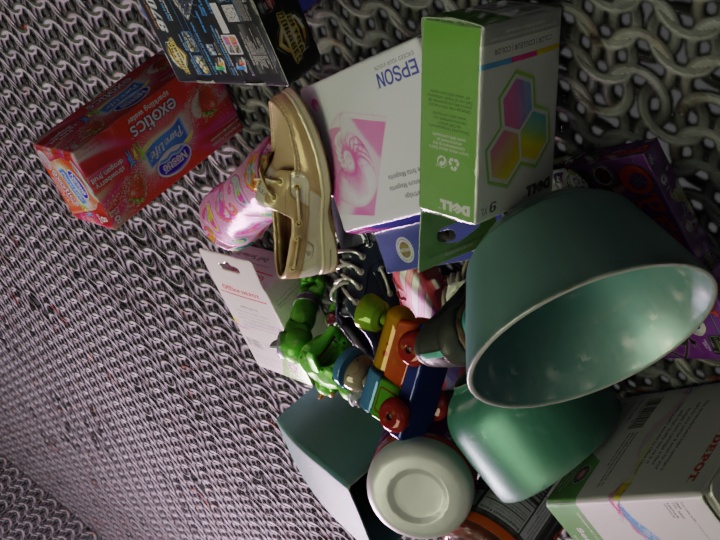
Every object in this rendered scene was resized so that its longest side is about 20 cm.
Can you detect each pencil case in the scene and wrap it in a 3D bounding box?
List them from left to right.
[{"bbox_3d":[-0.112,-0.084,1.210,0.088,0.087,0.200,50,149,-7],"label":"pencil case"}]

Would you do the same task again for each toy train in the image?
[{"bbox_3d":[0.043,0.053,1.071,0.115,0.084,0.203,27,110,35],"label":"toy train"}]

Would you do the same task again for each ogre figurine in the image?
[{"bbox_3d":[-0.019,0.083,1.252,0.200,0.120,0.098,41,150,12],"label":"ogre figurine"}]

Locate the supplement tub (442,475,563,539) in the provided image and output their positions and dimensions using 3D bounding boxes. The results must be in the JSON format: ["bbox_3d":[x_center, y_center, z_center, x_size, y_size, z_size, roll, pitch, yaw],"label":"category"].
[{"bbox_3d":[0.158,0.268,1.161,0.106,0.200,0.108,31,150,20],"label":"supplement tub"}]

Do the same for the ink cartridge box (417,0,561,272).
[{"bbox_3d":[0.098,-0.098,0.833,0.059,0.103,0.203,19,119,39],"label":"ink cartridge box"}]

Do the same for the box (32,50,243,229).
[{"bbox_3d":[-0.237,-0.147,1.176,0.095,0.200,0.100,15,139,45],"label":"box"}]

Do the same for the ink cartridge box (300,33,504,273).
[{"bbox_3d":[0.036,-0.095,0.989,0.195,0.043,0.203,-11,99,56],"label":"ink cartridge box"}]

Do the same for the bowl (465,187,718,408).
[{"bbox_3d":[0.161,0.012,0.840,0.202,0.198,0.106,100,156,-55],"label":"bowl"}]

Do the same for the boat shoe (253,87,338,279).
[{"bbox_3d":[-0.070,-0.077,1.068,0.074,0.068,0.202,-136,31,-55],"label":"boat shoe"}]

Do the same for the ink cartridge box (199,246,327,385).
[{"bbox_3d":[-0.113,0.040,1.374,0.116,0.067,0.202,15,138,44],"label":"ink cartridge box"}]

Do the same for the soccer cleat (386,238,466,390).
[{"bbox_3d":[0.069,0.045,1.128,0.076,0.067,0.201,-25,115,21],"label":"soccer cleat"}]

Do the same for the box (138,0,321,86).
[{"bbox_3d":[-0.130,-0.247,0.875,0.158,0.046,0.202,12,135,46],"label":"box"}]

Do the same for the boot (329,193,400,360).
[{"bbox_3d":[0.000,0.000,1.156,0.072,0.090,0.201,0,127,52],"label":"boot"}]

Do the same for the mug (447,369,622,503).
[{"bbox_3d":[0.151,0.134,1.060,0.115,0.152,0.185,50,151,-2],"label":"mug"}]

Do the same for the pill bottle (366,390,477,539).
[{"bbox_3d":[0.076,0.192,1.175,0.111,0.200,0.114,4,111,10],"label":"pill bottle"}]

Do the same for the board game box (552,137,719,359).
[{"bbox_3d":[0.236,-0.011,0.902,0.119,0.032,0.201,-9,119,51],"label":"board game box"}]

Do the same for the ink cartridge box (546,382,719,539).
[{"bbox_3d":[0.281,0.177,0.949,0.084,0.145,0.199,50,150,-9],"label":"ink cartridge box"}]

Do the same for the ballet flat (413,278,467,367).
[{"bbox_3d":[0.100,0.033,0.960,0.068,0.200,0.069,-24,93,32],"label":"ballet flat"}]

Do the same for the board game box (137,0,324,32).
[{"bbox_3d":[-0.128,-0.290,0.964,0.199,0.097,0.161,1,128,52],"label":"board game box"}]

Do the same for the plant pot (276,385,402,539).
[{"bbox_3d":[-0.010,0.236,1.414,0.199,0.141,0.143,27,146,44],"label":"plant pot"}]
